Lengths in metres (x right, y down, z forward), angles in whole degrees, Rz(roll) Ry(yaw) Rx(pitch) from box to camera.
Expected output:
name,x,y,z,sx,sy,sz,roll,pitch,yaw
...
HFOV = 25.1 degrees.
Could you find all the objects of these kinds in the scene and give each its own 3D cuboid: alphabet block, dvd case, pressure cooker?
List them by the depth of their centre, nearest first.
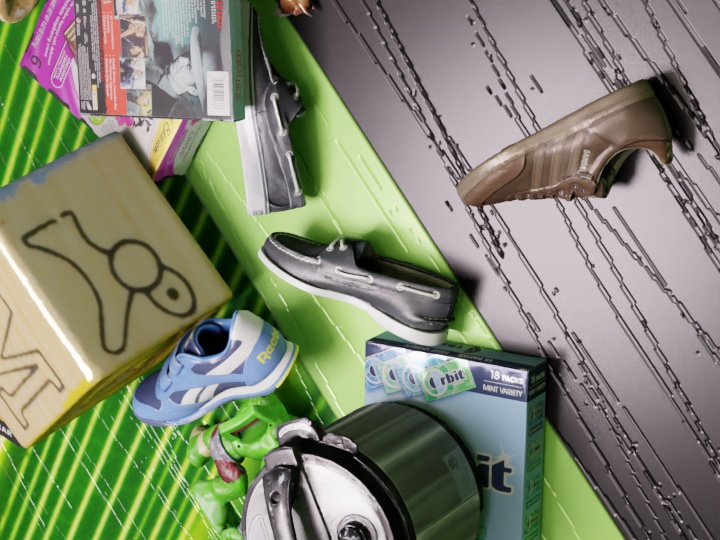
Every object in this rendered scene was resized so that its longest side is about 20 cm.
name,x,y,z,sx,sy,sz,roll,pitch,yaw
pressure cooker,-0.006,0.217,1.416,0.175,0.200,0.180,32,118,21
dvd case,-0.190,-0.214,1.504,0.199,0.022,0.147,6,103,37
alphabet block,-0.279,0.019,1.565,0.201,0.195,0.196,55,141,3

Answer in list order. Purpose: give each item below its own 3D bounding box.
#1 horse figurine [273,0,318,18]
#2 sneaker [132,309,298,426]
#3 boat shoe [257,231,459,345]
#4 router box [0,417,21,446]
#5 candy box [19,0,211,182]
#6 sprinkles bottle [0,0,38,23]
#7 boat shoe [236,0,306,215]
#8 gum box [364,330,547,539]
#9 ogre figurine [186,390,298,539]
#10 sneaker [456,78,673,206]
name,x,y,z,sx,sy,sz,roll,pitch,yaw
horse figurine,-0.121,-0.324,1.501,0.132,0.050,0.201,-4,102,38
sneaker,-0.154,0.089,1.557,0.199,0.074,0.082,-24,126,32
boat shoe,0.000,0.000,1.493,0.199,0.076,0.061,23,114,13
router box,-0.425,0.079,1.764,0.199,0.052,0.158,27,130,24
candy box,-0.230,-0.201,1.591,0.200,0.061,0.137,40,119,17
sprinkles bottle,-0.421,-0.327,1.676,0.199,0.068,0.069,31,116,22
boat shoe,-0.084,-0.153,1.510,0.067,0.072,0.202,-7,98,-3
gum box,0.085,0.169,1.494,0.169,0.044,0.202,9,107,31
ogre figurine,-0.114,0.175,1.583,0.120,0.098,0.201,-38,36,27
sneaker,0.170,-0.085,1.363,0.199,0.070,0.076,-28,87,34
